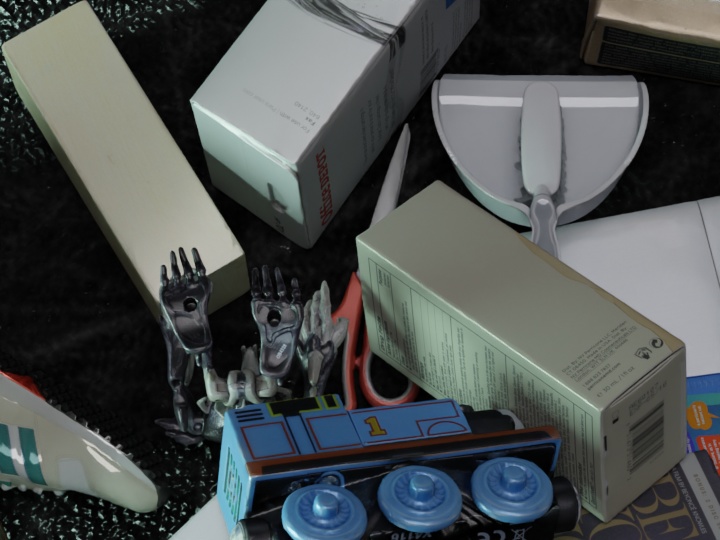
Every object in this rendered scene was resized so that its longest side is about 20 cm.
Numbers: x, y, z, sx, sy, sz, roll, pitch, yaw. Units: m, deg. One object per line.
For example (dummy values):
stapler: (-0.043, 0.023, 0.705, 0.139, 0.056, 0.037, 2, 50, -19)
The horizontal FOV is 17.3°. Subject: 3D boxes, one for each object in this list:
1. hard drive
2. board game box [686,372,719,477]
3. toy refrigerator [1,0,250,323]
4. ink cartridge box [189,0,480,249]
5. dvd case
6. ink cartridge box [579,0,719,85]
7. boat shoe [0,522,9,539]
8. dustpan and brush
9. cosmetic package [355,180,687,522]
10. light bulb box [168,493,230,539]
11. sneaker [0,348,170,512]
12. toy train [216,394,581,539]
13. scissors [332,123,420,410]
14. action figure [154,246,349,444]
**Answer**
hard drive: (0.146, 0.034, 1.487, 0.199, 0.027, 0.132, -11, 72, -3)
board game box: (0.176, 0.139, 1.398, 0.199, 0.045, 0.152, -7, 55, -4)
toy refrigerator: (-0.145, -0.066, 1.496, 0.070, 0.076, 0.200, -31, 74, -9)
ink cartridge box: (-0.011, -0.133, 1.479, 0.086, 0.146, 0.200, 34, 75, 12)
dvd case: (0.127, 0.182, 1.320, 0.200, 0.016, 0.149, -14, 47, -8)
ink cartridge box: (0.240, -0.225, 1.546, 0.164, 0.075, 0.200, 9, 73, 2)
boat shoe: (-0.267, 0.114, 1.393, 0.072, 0.200, 0.068, -27, 30, 11)
dustpan and brush: (0.113, -0.054, 1.478, 0.139, 0.057, 0.200, 1, 61, 2)
cosmetic package: (0.093, 0.045, 1.376, 0.073, 0.104, 0.200, -35, 52, -25)
light bulb box: (-0.065, 0.257, 1.363, 0.200, 0.125, 0.198, 44, 76, 12)
sneaker: (-0.214, 0.110, 1.452, 0.200, 0.070, 0.094, 30, 95, 5)
toy train: (0.019, 0.122, 1.303, 0.199, 0.087, 0.114, -7, 43, -17)
scissors: (0.000, 0.000, 1.505, 0.073, 0.014, 0.201, -1, 73, 2)
action figure: (-0.065, 0.048, 1.395, 0.119, 0.200, 0.102, 4, 67, 2)
